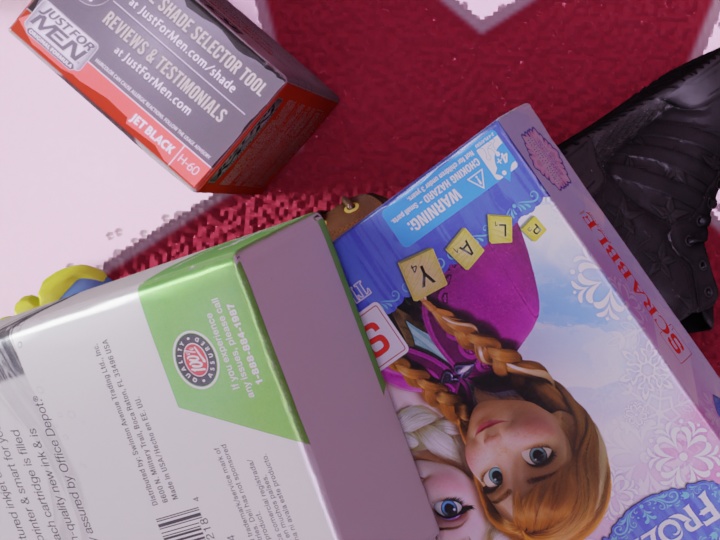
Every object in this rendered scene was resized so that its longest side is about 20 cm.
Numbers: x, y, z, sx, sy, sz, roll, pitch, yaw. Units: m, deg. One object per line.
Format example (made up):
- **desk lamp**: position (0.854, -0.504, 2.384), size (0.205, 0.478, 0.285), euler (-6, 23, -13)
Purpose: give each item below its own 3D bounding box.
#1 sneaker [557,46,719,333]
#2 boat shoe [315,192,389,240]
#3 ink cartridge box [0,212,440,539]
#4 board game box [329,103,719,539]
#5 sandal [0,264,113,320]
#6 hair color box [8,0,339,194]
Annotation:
- **sneaker**: position (0.125, -0.017, 1.144), size (0.200, 0.060, 0.104), euler (-32, 95, -24)
- **boat shoe**: position (0.000, 0.000, 1.177), size (0.200, 0.072, 0.068), euler (-5, 85, -1)
- **ink cartridge box**: position (-0.090, 0.078, 1.074), size (0.200, 0.084, 0.146), euler (-17, 96, 28)
- **board game box**: position (0.045, 0.070, 1.083), size (0.200, 0.041, 0.200), euler (-37, 87, 26)
- **sandal**: position (-0.157, 0.089, 1.192), size (0.087, 0.079, 0.200), euler (31, 102, 1)
- **hair color box**: position (-0.073, -0.085, 1.114), size (0.101, 0.200, 0.061), euler (41, 94, 4)
